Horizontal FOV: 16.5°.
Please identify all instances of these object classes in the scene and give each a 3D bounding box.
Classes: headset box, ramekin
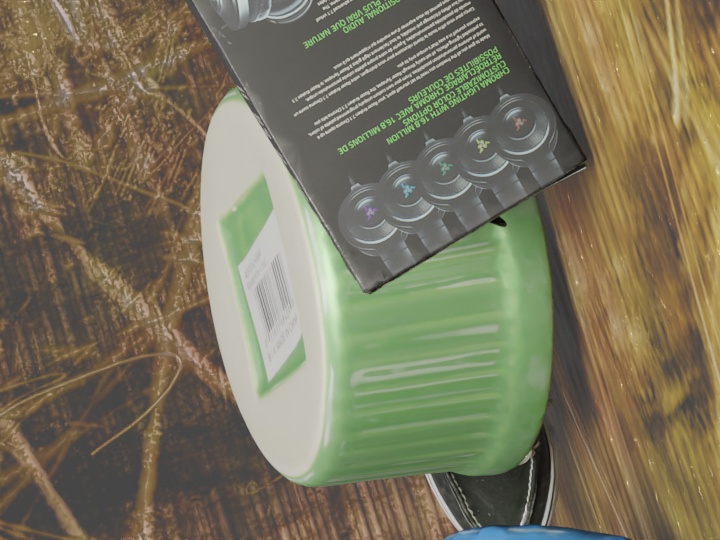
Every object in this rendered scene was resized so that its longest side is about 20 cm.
[{"bbox_3d":[-0.010,-0.096,0.904,0.200,0.093,0.174,60,180,-8],"label":"headset box"},{"bbox_3d":[0.000,0.000,1.097,0.200,0.097,0.201,170,90,-71],"label":"ramekin"}]

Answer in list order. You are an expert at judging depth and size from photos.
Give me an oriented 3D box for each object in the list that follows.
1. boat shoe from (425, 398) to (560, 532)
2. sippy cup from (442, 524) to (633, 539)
[{"bbox_3d":[0.059,0.066,1.233,0.068,0.073,0.200,-79,-16,-63],"label":"boat shoe"},{"bbox_3d":[0.068,0.167,0.935,0.140,0.177,0.131,36,-125,-59],"label":"sippy cup"}]
